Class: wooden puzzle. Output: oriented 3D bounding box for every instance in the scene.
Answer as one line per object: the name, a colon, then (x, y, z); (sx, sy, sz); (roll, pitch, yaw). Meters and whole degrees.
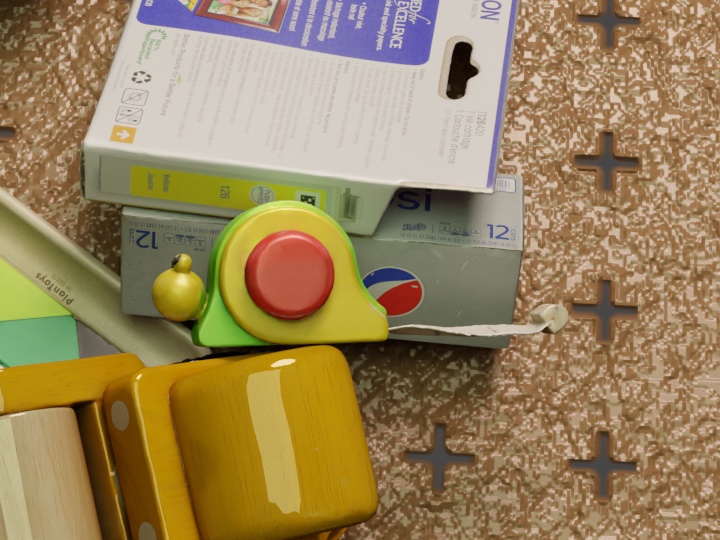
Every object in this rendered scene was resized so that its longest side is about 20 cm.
wooden puzzle: (-0.202, 0.064, 1.246); (0.185, 0.037, 0.200); (36, 74, 11)

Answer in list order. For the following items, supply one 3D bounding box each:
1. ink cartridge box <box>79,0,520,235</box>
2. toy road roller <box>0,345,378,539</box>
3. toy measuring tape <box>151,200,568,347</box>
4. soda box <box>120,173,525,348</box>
ink cartridge box: (-0.025, -0.098, 1.262); (0.200, 0.047, 0.198); (10, 41, 2)
toy road roller: (-0.084, 0.093, 1.144); (0.200, 0.146, 0.123); (-6, 79, -41)
toy measuring tape: (0.000, 0.000, 1.179); (0.200, 0.074, 0.074); (-2, 70, -11)
soda box: (-0.019, -0.013, 1.249); (0.200, 0.068, 0.063); (5, 40, 0)
